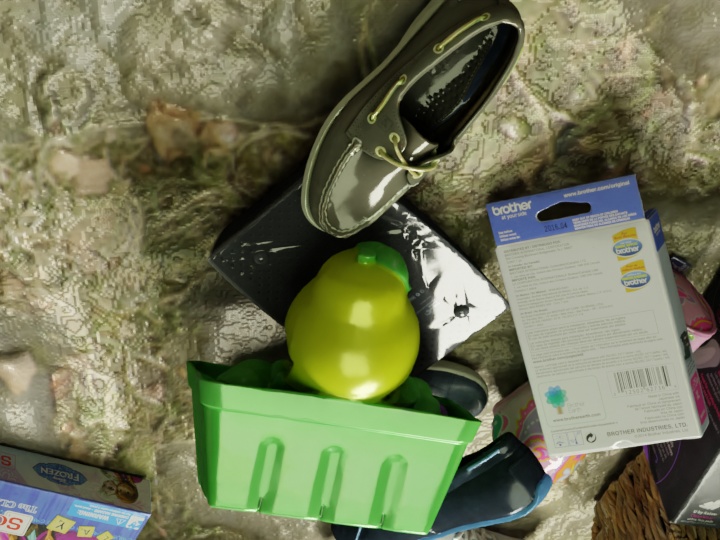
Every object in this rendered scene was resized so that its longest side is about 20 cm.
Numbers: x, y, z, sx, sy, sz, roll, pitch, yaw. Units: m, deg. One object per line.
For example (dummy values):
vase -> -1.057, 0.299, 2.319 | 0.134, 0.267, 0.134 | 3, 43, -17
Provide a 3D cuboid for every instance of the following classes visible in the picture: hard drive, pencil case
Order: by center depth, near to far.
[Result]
hard drive -> 0.000, 0.000, 1.200 | 0.135, 0.042, 0.200 | -38, 125, 21
pencil case -> 0.185, 0.077, 1.276 | 0.087, 0.087, 0.200 | 23, 122, -27

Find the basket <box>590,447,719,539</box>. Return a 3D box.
basket -> 0.292, 0.263, 1.371 | 0.149, 0.200, 0.143 | 9, 136, -20

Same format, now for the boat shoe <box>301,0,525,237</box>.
boat shoe -> 0.033, -0.100, 1.082 | 0.072, 0.060, 0.202 | 30, 105, -31

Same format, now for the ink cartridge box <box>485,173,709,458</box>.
ink cartridge box -> 0.172, 0.032, 1.199 | 0.119, 0.042, 0.200 | -11, 103, 25

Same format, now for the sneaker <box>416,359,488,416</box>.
sneaker -> 0.006, 0.127, 1.281 | 0.200, 0.085, 0.075 | -9, 131, -3

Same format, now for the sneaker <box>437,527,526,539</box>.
sneaker -> 0.077, 0.235, 1.398 | 0.200, 0.075, 0.087 | 5, 123, -15

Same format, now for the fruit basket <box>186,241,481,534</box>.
fruit basket -> -0.018, 0.075, 1.167 | 0.215, 0.156, 0.216 | -1, 94, -11

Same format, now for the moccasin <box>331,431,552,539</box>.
moccasin -> 0.057, 0.168, 1.297 | 0.200, 0.080, 0.068 | -22, 103, 29

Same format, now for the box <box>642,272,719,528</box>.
box -> 0.312, 0.096, 1.285 | 0.106, 0.122, 0.200 | 9, 129, -18

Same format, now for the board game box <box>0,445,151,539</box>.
board game box -> -0.300, 0.227, 1.339 | 0.200, 0.041, 0.200 | 17, 125, -22
